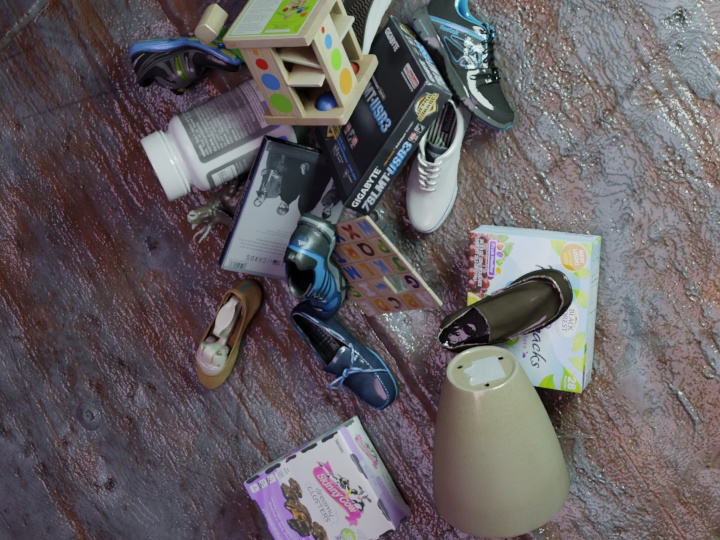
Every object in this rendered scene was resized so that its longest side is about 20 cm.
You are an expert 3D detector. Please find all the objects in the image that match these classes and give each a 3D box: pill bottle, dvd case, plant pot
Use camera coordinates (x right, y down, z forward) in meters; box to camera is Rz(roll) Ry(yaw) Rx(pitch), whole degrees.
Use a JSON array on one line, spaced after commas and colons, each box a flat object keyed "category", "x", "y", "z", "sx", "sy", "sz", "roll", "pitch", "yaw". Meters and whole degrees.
[{"category": "pill bottle", "x": -0.199, "y": -0.182, "z": 1.539, "sx": 0.198, "sy": 0.114, "sz": 0.115, "roll": -26, "pitch": 90, "yaw": -7}, {"category": "dvd case", "x": -0.102, "y": -0.080, "z": 1.558, "sx": 0.202, "sy": 0.149, "sz": 0.025, "roll": -66, "pitch": 31, "yaw": 21}, {"category": "plant pot", "x": 0.172, "y": 0.206, "z": 1.429, "sx": 0.185, "sy": 0.188, "sz": 0.202, "roll": 3, "pitch": 124, "yaw": 23}]

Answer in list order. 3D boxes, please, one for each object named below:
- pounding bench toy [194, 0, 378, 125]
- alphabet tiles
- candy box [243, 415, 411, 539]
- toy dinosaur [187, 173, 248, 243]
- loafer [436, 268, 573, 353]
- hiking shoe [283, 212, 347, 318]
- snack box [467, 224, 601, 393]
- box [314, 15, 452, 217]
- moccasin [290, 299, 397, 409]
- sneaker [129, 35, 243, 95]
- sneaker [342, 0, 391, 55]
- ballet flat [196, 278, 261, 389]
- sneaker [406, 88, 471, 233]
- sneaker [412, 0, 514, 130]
[{"category": "pounding bench toy", "x": -0.101, "y": -0.276, "z": 1.426, "sx": 0.198, "sy": 0.125, "sz": 0.157, "roll": 5, "pitch": 141, "yaw": 29}, {"category": "alphabet tiles", "x": 0.000, "y": 0.000, "z": 1.522, "sx": 0.167, "sy": 0.008, "sz": 0.199, "roll": 48, "pitch": 148, "yaw": -22}, {"category": "candy box", "x": -0.051, "y": 0.341, "z": 1.653, "sx": 0.199, "sy": 0.071, "sz": 0.169, "roll": -32, "pitch": 87, "yaw": 26}, {"category": "toy dinosaur", "x": -0.155, "y": -0.108, "z": 1.615, "sx": 0.197, "sy": 0.077, "sz": 0.104, "roll": -5, "pitch": 106, "yaw": 12}, {"category": "loafer", "x": 0.182, "y": 0.063, "z": 1.417, "sx": 0.199, "sy": 0.071, "sz": 0.074, "roll": -30, "pitch": 88, "yaw": 27}, {"category": "hiking shoe", "x": -0.073, "y": 0.010, "z": 1.515, "sx": 0.074, "sy": 0.087, "sz": 0.201, "roll": 21, "pitch": 148, "yaw": 23}, {"category": "snack box", "x": 0.229, "y": 0.048, "z": 1.470, "sx": 0.166, "sy": 0.068, "sz": 0.203, "roll": 7, "pitch": 105, "yaw": 23}, {"category": "box", "x": 0.025, "y": -0.206, "z": 1.450, "sx": 0.049, "sy": 0.201, "sz": 0.199, "roll": 21, "pitch": 119, "yaw": -28}, {"category": "moccasin", "x": -0.034, "y": 0.131, "z": 1.603, "sx": 0.200, "sy": 0.068, "sz": 0.081, "roll": 42, "pitch": 114, "yaw": 10}, {"category": "sneaker", "x": -0.251, "y": -0.300, "z": 1.614, "sx": 0.197, "sy": 0.071, "sz": 0.084, "roll": 3, "pitch": 107, "yaw": 28}, {"category": "sneaker", "x": 0.002, "y": -0.337, "z": 1.488, "sx": 0.072, "sy": 0.085, "sz": 0.201, "roll": 36, "pitch": 124, "yaw": 9}, {"category": "ballet flat", "x": -0.215, "y": 0.100, "z": 1.680, "sx": 0.068, "sy": 0.063, "sz": 0.202, "roll": 31, "pitch": 112, "yaw": 15}, {"category": "sneaker", "x": 0.097, "y": -0.146, "z": 1.485, "sx": 0.072, "sy": 0.071, "sz": 0.203, "roll": 17, "pitch": 107, "yaw": 20}, {"category": "sneaker", "x": 0.148, "y": -0.276, "z": 1.435, "sx": 0.082, "sy": 0.073, "sz": 0.201, "roll": -35, "pitch": 87, "yaw": 24}]
